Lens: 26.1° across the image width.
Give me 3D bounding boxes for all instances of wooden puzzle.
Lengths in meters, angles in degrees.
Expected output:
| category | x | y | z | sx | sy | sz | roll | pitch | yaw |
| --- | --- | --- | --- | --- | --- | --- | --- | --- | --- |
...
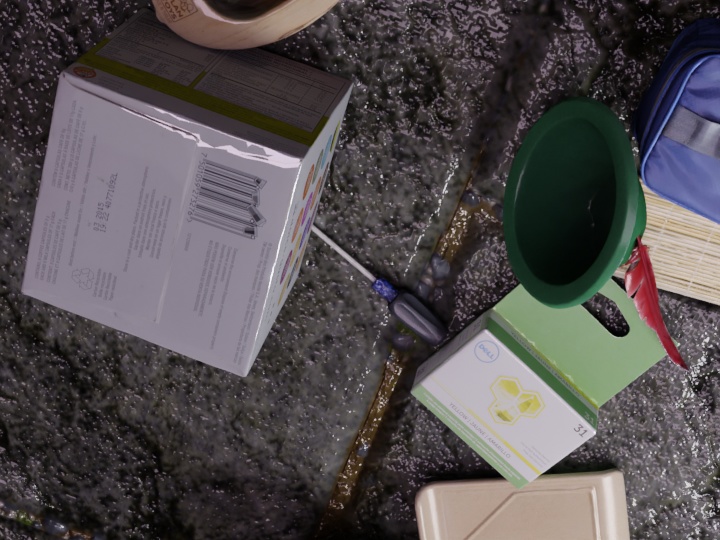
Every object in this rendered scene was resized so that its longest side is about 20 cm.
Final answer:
| category | x | y | z | sx | sy | sz | roll | pitch | yaw |
| --- | --- | --- | --- | --- | --- | --- | --- | --- | --- |
| wooden puzzle | 0.161 | 0.276 | 1.500 | 0.198 | 0.037 | 0.186 | -7 | 113 | 6 |

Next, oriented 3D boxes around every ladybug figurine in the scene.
| category | x | y | z | sx | sy | sz | roll | pitch | yaw |
| --- | --- | --- | --- | --- | --- | --- | --- | --- | --- |
| ladybug figurine | -0.083 | -0.258 | 1.262 | 0.199 | 0.072 | 0.136 | -24 | 110 | 17 |

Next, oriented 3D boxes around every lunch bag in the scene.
| category | x | y | z | sx | sy | sz | roll | pitch | yaw |
| --- | --- | --- | --- | --- | --- | --- | --- | --- | --- |
| lunch bag | 0.323 | -0.098 | 1.245 | 0.199 | 0.132 | 0.137 | 23 | 116 | -2 |

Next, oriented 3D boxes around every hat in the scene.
| category | x | y | z | sx | sy | sz | roll | pitch | yaw |
| --- | --- | --- | --- | --- | --- | --- | --- | --- | --- |
| hat | 0.233 | -0.042 | 1.313 | 0.175 | 0.166 | 0.200 | 4 | 138 | -30 |

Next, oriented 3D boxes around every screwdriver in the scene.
| category | x | y | z | sx | sy | sz | roll | pitch | yaw |
| --- | --- | --- | --- | --- | --- | --- | --- | --- | --- |
| screwdriver | 0.000 | 0.000 | 1.395 | 0.200 | 0.029 | 0.028 | 39 | 114 | -11 |

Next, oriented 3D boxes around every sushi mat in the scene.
| category | x | y | z | sx | sy | sz | roll | pitch | yaw |
| --- | --- | --- | --- | --- | --- | --- | --- | --- | --- |
| sushi mat | 0.259 | -0.030 | 1.352 | 0.199 | 0.012 | 0.096 | 15 | 117 | 1 |

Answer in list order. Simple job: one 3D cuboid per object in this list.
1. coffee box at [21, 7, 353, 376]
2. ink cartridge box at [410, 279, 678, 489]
| category | x | y | z | sx | sy | sz | roll | pitch | yaw |
| --- | --- | --- | --- | --- | --- | --- | --- | --- | --- |
| coffee box | -0.140 | -0.071 | 1.284 | 0.199 | 0.198 | 0.201 | 19 | 117 | 3 |
| ink cartridge box | 0.164 | 0.089 | 1.395 | 0.145 | 0.048 | 0.200 | 42 | 120 | -11 |
